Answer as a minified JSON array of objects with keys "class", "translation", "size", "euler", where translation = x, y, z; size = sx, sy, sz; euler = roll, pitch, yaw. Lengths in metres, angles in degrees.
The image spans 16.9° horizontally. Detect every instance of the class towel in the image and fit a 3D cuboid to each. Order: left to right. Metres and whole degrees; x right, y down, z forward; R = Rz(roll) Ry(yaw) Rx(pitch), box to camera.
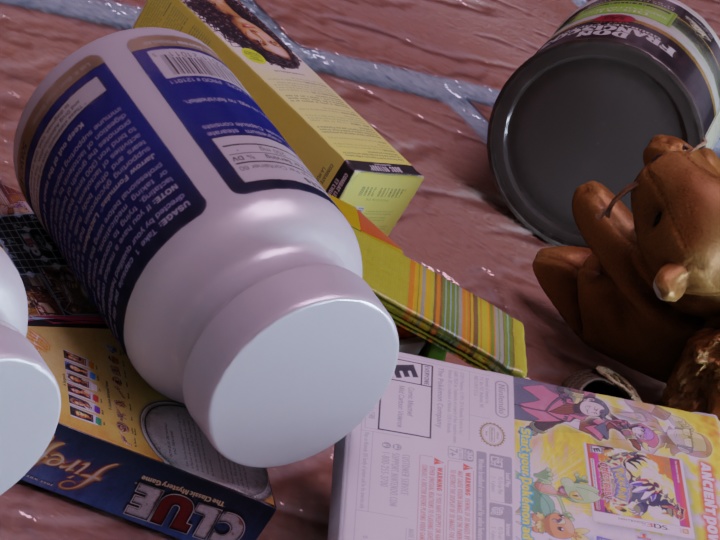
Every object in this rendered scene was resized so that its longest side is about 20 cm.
[{"class":"towel","translation":[0.000,0.000,1.291],"size":[0.200,0.018,0.086],"euler":[29,17,-7]}]

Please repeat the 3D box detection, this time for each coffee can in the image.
[{"class":"coffee can","translation":[0.178,-0.108,1.696],"size":[0.146,0.147,0.200],"euler":[34,21,3]}]

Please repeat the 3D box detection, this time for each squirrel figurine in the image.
[{"class":"squirrel figurine","translation":[0.208,0.013,1.433],"size":[0.201,0.141,0.187],"euler":[64,-11,8]}]

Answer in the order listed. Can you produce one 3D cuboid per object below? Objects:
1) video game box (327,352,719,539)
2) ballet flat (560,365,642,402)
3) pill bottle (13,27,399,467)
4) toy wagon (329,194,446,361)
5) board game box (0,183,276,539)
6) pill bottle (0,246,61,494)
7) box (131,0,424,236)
[{"class":"video game box","translation":[0.076,0.125,1.076],"size":[0.181,0.047,0.200],"euler":[10,37,-4]},{"class":"ballet flat","translation":[0.137,0.095,1.336],"size":[0.067,0.046,0.200],"euler":[33,21,0]},{"class":"pill bottle","translation":[-0.069,-0.011,1.090],"size":[0.115,0.116,0.200],"euler":[12,29,-42]},{"class":"toy wagon","translation":[-0.025,0.012,1.301],"size":[0.155,0.040,0.200],"euler":[25,22,-18]},{"class":"board game box","translation":[-0.117,0.041,1.118],"size":[0.135,0.035,0.200],"euler":[24,23,-22]},{"class":"pill bottle","translation":[-0.204,0.004,0.971],"size":[0.112,0.113,0.200],"euler":[7,33,-48]},{"class":"box","translation":[-0.054,-0.100,1.490],"size":[0.200,0.050,0.075],"euler":[45,25,27]}]
